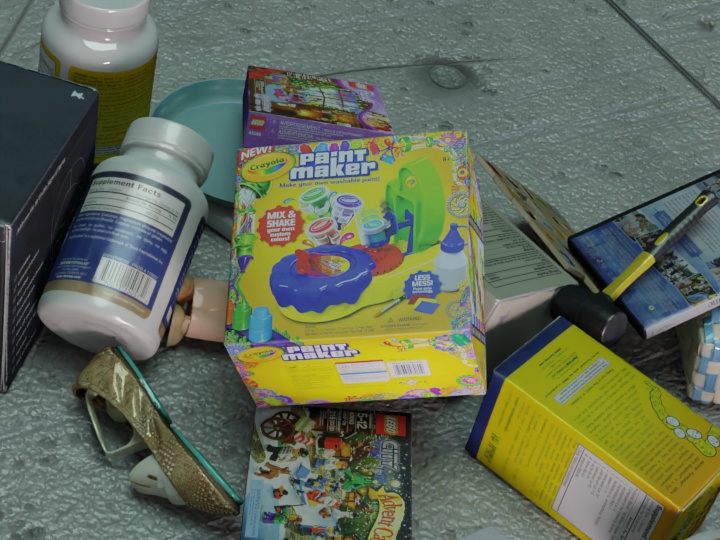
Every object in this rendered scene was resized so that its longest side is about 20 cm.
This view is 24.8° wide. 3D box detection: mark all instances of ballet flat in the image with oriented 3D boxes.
[{"bbox_3d":[-0.175,0.147,1.365,0.065,0.071,0.200,-37,57,-10],"label":"ballet flat"}]

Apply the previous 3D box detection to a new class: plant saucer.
[{"bbox_3d":[-0.114,-0.123,1.644,0.200,0.027,0.200,9,42,-8],"label":"plant saucer"}]

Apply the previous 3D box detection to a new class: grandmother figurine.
[{"bbox_3d":[-0.071,0.046,1.499,0.200,0.061,0.121,12,70,-7],"label":"grandmother figurine"}]

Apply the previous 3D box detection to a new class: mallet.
[{"bbox_3d":[0.265,-0.003,1.490,0.200,0.041,0.066,-36,49,-16],"label":"mallet"}]

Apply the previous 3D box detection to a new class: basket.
[{"bbox_3d":[0.406,0.052,1.564,0.200,0.139,0.176,-1,44,-4],"label":"basket"}]

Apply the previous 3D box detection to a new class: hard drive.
[{"bbox_3d":[-0.104,-0.078,1.638,0.200,0.027,0.132,34,45,20],"label":"hard drive"}]

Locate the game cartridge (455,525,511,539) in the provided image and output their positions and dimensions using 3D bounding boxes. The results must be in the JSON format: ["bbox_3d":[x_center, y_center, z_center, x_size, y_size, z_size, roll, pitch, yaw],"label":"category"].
[{"bbox_3d":[0.081,0.291,1.296,0.133,0.040,0.200,38,47,18],"label":"game cartridge"}]

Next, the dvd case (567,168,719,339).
[{"bbox_3d":[0.315,-0.023,1.540,0.200,0.018,0.143,-24,46,-11],"label":"dvd case"}]

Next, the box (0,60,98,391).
[{"bbox_3d":[-0.320,-0.042,1.412,0.124,0.197,0.200,18,42,3],"label":"box"}]

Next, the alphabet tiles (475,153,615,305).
[{"bbox_3d":[0.205,-0.022,1.607,0.167,0.008,0.200,28,22,-52],"label":"alphabet tiles"}]

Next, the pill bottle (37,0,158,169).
[{"bbox_3d":[-0.256,-0.196,1.590,0.112,0.200,0.112,8,43,-8],"label":"pill bottle"}]

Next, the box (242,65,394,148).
[{"bbox_3d":[-0.045,-0.151,1.590,0.137,0.039,0.200,9,18,-8],"label":"box"}]

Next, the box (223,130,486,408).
[{"bbox_3d":[0.000,0.000,1.383,0.200,0.122,0.193,-5,59,9],"label":"box"}]

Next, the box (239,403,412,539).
[{"bbox_3d":[-0.027,0.192,1.340,0.137,0.038,0.200,3,37,-1],"label":"box"}]

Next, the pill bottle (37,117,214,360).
[{"bbox_3d":[-0.200,-0.031,1.449,0.111,0.111,0.200,17,67,2],"label":"pill bottle"}]

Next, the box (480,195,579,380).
[{"bbox_3d":[0.079,0.000,1.530,0.128,0.109,0.200,-10,46,-46],"label":"box"}]

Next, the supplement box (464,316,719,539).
[{"bbox_3d":[0.209,0.154,1.422,0.200,0.109,0.110,37,47,22],"label":"supplement box"}]

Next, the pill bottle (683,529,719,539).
[{"bbox_3d":[0.306,0.311,1.282,0.112,0.112,0.200,-15,51,-29],"label":"pill bottle"}]
